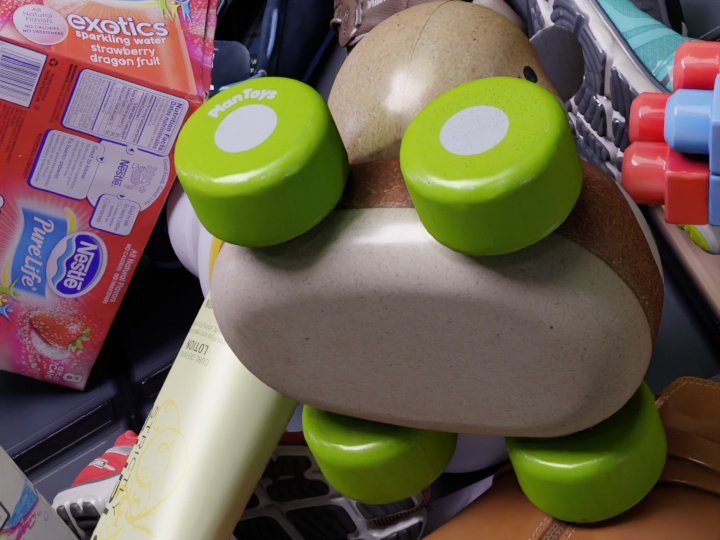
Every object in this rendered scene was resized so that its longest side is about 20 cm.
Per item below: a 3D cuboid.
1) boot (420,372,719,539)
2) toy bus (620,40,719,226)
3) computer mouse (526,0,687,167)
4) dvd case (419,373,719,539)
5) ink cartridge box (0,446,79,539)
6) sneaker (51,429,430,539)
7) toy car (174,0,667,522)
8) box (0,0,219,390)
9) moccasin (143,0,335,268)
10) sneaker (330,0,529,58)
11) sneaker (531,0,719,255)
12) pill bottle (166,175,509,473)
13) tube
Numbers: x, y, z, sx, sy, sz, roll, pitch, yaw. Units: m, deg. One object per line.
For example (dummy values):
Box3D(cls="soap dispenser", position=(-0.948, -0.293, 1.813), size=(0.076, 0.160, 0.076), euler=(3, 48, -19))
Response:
Box3D(cls="boot", position=(0.050, 0.097, 0.855), size=(0.199, 0.077, 0.156), euler=(3, 52, 36))
Box3D(cls="toy bus", position=(0.197, -0.067, 0.869), size=(0.190, 0.136, 0.201), euler=(6, 48, 15))
Box3D(cls="computer mouse", position=(0.140, -0.116, 1.075), size=(0.139, 0.046, 0.201), euler=(-16, 50, 8))
Box3D(cls="dvd case", position=(0.091, 0.119, 0.881), size=(0.199, 0.016, 0.149), euler=(-26, 38, 11))
Box3D(cls="ink cartridge box", position=(-0.198, 0.103, 0.959), size=(0.144, 0.201, 0.084), euler=(12, 55, 44))
Box3D(cls="sneaker", position=(-0.049, 0.083, 0.970), size=(0.199, 0.077, 0.085), euler=(-8, 34, 40))
Box3D(cls="toy car", position=(0.045, -0.042, 0.832), size=(0.157, 0.165, 0.201), euler=(2, 48, 25))
Box3D(cls="box", position=(-0.142, -0.051, 1.085), size=(0.096, 0.099, 0.201), euler=(-88, 19, -47))
Box3D(cls="moccasin", position=(-0.076, -0.093, 1.194), size=(0.080, 0.068, 0.201), euler=(-6, 47, 31))
Box3D(cls="sneaker", position=(0.009, -0.135, 1.179), size=(0.076, 0.070, 0.200), euler=(-46, 33, 0))
Box3D(cls="sneaker", position=(0.146, -0.062, 0.969), size=(0.079, 0.078, 0.200), euler=(-35, 64, -21))
Box3D(cls="pill bottle", position=(0.000, 0.000, 1.000), size=(0.112, 0.112, 0.200), euler=(-44, 38, -14))
Box3D(cls="tube", position=(-0.063, 0.075, 0.878), size=(0.052, 0.058, 0.201), euler=(25, 82, 8))
